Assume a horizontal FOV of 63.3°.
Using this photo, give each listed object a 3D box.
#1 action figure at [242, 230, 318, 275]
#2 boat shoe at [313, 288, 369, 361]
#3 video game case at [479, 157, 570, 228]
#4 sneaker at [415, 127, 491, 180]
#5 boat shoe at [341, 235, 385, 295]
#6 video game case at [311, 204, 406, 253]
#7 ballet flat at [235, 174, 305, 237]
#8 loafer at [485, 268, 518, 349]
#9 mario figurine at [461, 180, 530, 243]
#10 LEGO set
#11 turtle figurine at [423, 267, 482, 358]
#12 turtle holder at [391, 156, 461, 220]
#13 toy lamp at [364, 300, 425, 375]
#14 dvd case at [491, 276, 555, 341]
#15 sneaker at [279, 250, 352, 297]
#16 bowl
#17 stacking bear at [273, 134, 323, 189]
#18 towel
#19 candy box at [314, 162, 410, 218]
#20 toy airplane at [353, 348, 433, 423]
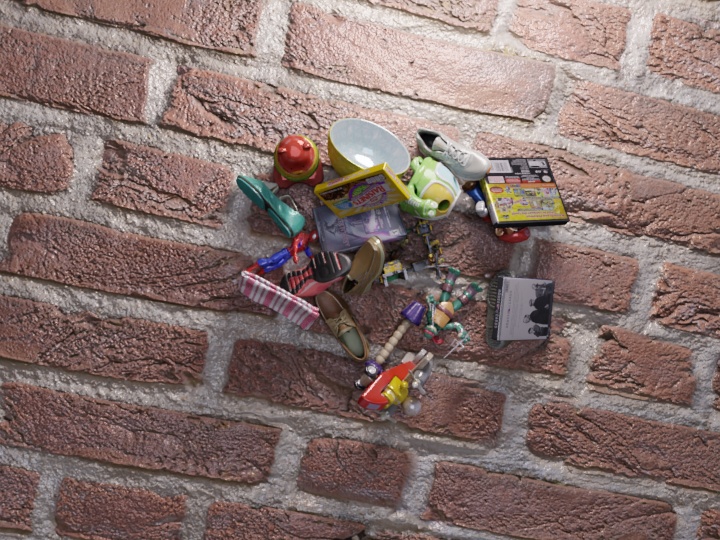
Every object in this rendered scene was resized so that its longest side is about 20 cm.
[{"bbox_3d":[-0.169,-0.017,1.378,0.200,0.065,0.099,-38,62,-3],"label":"action figure"},{"bbox_3d":[-0.039,0.132,1.400,0.076,0.074,0.200,-36,95,-3],"label":"boat shoe"},{"bbox_3d":[0.382,-0.188,1.388,0.199,0.026,0.181,-4,66,-19],"label":"video game case"},{"bbox_3d":[0.208,-0.272,1.360,0.200,0.092,0.076,30,97,23],"label":"sneaker"},{"bbox_3d":[0.000,0.000,1.338,0.076,0.200,0.072,-16,58,-25],"label":"boat shoe"},{"bbox_3d":[-0.005,-0.113,1.380,0.199,0.019,0.143,-14,58,-3],"label":"video game case"},{"bbox_3d":[-0.205,-0.164,1.379,0.200,0.067,0.070,45,67,8],"label":"ballet flat"},{"bbox_3d":[0.355,0.096,1.442,0.069,0.075,0.201,12,88,-41],"label":"loafer"},{"bbox_3d":[0.343,-0.155,1.403,0.123,0.106,0.200,-40,92,8],"label":"mario figurine"},{"bbox_3d":[0.106,-0.041,1.383,0.199,0.116,0.154,-8,93,-4],"label":"LEGO set"},{"bbox_3d":[0.204,0.100,1.407,0.150,0.101,0.200,39,73,-21],"label":"turtle figurine"},{"bbox_3d":[0.160,-0.184,1.343,0.131,0.186,0.141,29,91,4],"label":"turtle holder"},{"bbox_3d":[0.089,0.163,1.422,0.058,0.058,0.200,34,91,-5],"label":"toy lamp"},{"bbox_3d":[0.396,0.093,1.410,0.199,0.025,0.151,4,93,-37],"label":"dvd case"},{"bbox_3d":[-0.092,0.011,1.355,0.200,0.087,0.074,-23,69,29],"label":"sneaker"},{"bbox_3d":[0.005,-0.251,1.361,0.200,0.200,0.108,26,133,-5],"label":"bowl"},{"bbox_3d":[-0.144,-0.252,1.312,0.121,0.200,0.114,-5,93,-4],"label":"stacking bear"},{"bbox_3d":[-0.194,0.071,1.349,0.199,0.146,0.030,28,69,-5],"label":"towel"},{"bbox_3d":[0.002,-0.173,1.294,0.102,0.199,0.026,41,51,-38],"label":"candy box"},{"bbox_3d":[0.099,0.270,1.355,0.199,0.200,0.141,-35,67,1],"label":"toy airplane"}]
